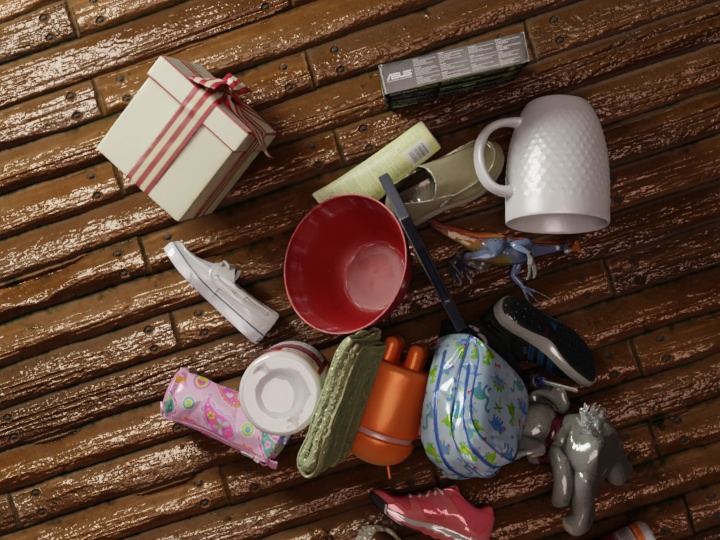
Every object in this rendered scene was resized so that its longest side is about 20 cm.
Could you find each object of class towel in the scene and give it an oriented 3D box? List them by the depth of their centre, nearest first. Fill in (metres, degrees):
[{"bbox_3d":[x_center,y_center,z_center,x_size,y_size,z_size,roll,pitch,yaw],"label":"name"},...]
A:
[{"bbox_3d":[-0.023,0.176,1.269,0.036,0.148,0.202,19,95,19],"label":"towel"}]

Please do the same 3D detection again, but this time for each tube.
[{"bbox_3d":[0.027,-0.144,1.400,0.199,0.052,0.058,-38,49,7],"label":"tube"}]

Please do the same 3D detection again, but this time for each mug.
[{"bbox_3d":[0.256,-0.154,1.330,0.198,0.148,0.177,4,81,-12],"label":"mug"}]

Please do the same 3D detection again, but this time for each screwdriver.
[{"bbox_3d":[0.271,0.161,1.325,0.029,0.200,0.028,8,87,-14],"label":"screwdriver"}]

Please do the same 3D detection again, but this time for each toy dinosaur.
[{"bbox_3d":[0.224,-0.036,1.377,0.180,0.105,0.201,-25,80,-15],"label":"toy dinosaur"}]

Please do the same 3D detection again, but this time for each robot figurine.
[{"bbox_3d":[0.038,0.198,1.379,0.143,0.116,0.202,17,93,-26],"label":"robot figurine"}]

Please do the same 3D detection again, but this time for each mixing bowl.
[{"bbox_3d":[0.000,0.000,1.358,0.198,0.108,0.202,-7,75,28],"label":"mixing bowl"}]

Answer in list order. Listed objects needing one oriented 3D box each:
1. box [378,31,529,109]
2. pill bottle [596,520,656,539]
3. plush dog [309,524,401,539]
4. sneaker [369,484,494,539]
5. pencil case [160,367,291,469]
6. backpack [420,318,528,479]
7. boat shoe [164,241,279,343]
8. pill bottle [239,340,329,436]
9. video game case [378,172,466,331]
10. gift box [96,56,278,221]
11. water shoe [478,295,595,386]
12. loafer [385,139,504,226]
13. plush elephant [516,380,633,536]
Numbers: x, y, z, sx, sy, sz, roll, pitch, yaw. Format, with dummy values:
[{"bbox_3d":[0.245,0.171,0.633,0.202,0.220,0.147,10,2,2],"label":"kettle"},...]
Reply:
[{"bbox_3d":[0.126,-0.276,1.314,0.198,0.193,0.048,-12,91,4],"label":"box"},{"bbox_3d":[0.352,0.460,1.376,0.199,0.113,0.114,-26,91,4],"label":"pill bottle"},{"bbox_3d":[-0.024,0.485,1.400,0.170,0.161,0.202,6,65,16],"label":"plush dog"},{"bbox_3d":[0.111,0.358,1.414,0.198,0.074,0.087,23,80,-2],"label":"sneaker"},{"bbox_3d":[-0.200,0.222,1.405,0.199,0.087,0.088,25,93,2],"label":"pencil case"},{"bbox_3d":[0.158,0.192,1.307,0.163,0.153,0.201,47,60,-30],"label":"backpack"},{"bbox_3d":[-0.207,0.019,1.410,0.065,0.074,0.200,-45,100,-1],"label":"boat shoe"},{"bbox_3d":[-0.103,0.161,1.340,0.113,0.200,0.116,0,92,3],"label":"pill bottle"},{"bbox_3d":[0.086,-0.026,1.311,0.019,0.143,0.201,-28,120,5],"label":"video game case"},{"bbox_3d":[-0.226,-0.188,1.347,0.200,0.185,0.187,39,102,-3],"label":"gift box"},{"bbox_3d":[0.264,0.110,1.394,0.199,0.072,0.079,38,137,-15],"label":"water shoe"},{"bbox_3d":[0.121,-0.130,1.372,0.199,0.068,0.076,-33,63,4],"label":"loafer"},{"bbox_3d":[0.287,0.254,1.360,0.165,0.154,0.201,-41,131,-34],"label":"plush elephant"}]
